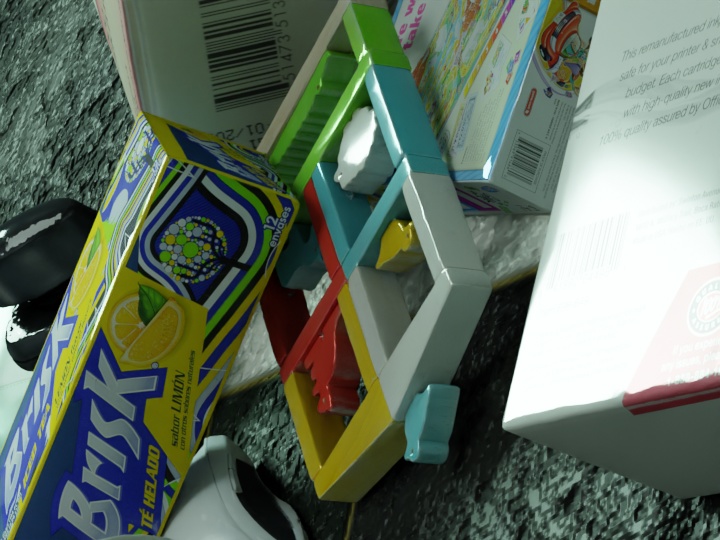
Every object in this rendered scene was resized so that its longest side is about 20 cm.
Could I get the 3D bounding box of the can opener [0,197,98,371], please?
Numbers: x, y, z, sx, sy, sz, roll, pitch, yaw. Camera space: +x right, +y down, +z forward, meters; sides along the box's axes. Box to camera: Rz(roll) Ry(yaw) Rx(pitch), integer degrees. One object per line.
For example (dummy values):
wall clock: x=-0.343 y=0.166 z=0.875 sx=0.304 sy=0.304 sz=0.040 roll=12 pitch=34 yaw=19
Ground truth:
can opener: x=-0.091 y=-0.007 z=1.336 sx=0.199 sy=0.079 sz=0.064 roll=-21 pitch=55 yaw=26

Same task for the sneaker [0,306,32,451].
sneaker: x=-0.192 y=0.061 z=1.467 sx=0.200 sy=0.074 sz=0.119 roll=-5 pitch=70 yaw=46

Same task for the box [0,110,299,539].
box: x=-0.097 y=0.041 z=1.223 sx=0.201 sy=0.064 sz=0.070 roll=-67 pitch=20 yaw=13

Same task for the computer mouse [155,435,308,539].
computer mouse: x=-0.073 y=0.104 z=1.256 sx=0.110 sy=0.044 sz=0.200 roll=-61 pitch=26 yaw=8

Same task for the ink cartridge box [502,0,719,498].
ink cartridge box: x=0.135 y=-0.037 z=0.937 sx=0.145 sy=0.084 sz=0.201 roll=-17 pitch=56 yaw=57

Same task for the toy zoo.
toy zoo: x=0.000 y=0.000 z=1.176 sx=0.132 sy=0.020 sz=0.201 roll=-59 pitch=36 yaw=39

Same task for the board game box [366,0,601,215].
board game box: x=0.064 y=-0.122 z=1.197 sx=0.134 sy=0.034 sz=0.201 roll=2 pitch=70 yaw=62

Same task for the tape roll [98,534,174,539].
tape roll: x=-0.085 y=0.198 z=1.015 sx=0.071 sy=0.202 sz=0.204 roll=-21 pitch=48 yaw=34

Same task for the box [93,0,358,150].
box: x=-0.069 y=-0.149 z=1.328 sx=0.200 sy=0.108 sz=0.129 roll=-115 pitch=14 yaw=-57
